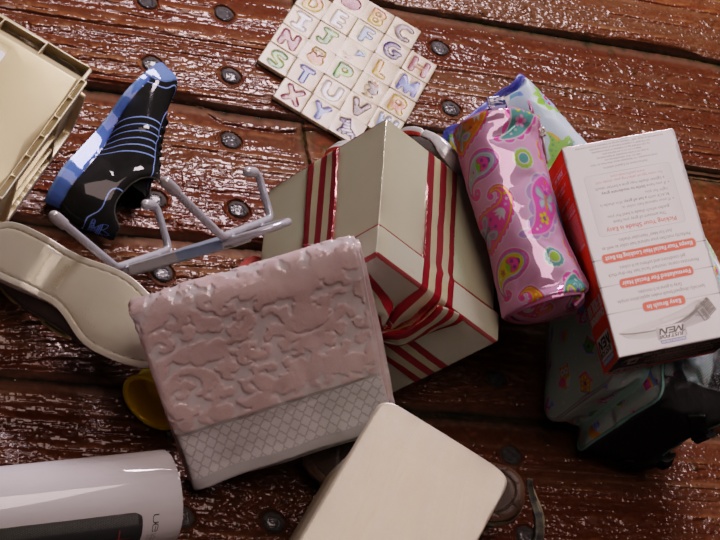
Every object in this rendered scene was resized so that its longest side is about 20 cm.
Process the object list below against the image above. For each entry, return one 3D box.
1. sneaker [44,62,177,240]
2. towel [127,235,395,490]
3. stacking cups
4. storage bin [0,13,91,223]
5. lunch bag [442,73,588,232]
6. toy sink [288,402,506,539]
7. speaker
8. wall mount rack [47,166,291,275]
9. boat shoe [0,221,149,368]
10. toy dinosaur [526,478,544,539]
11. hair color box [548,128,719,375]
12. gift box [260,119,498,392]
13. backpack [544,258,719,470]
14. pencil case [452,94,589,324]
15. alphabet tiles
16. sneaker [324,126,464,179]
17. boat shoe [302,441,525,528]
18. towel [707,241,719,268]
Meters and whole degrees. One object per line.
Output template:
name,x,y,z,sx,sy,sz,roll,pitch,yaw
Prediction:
sneaker,-0.216,-0.111,1.752,0.078,0.070,0.200,35,56,-3
towel,-0.077,0.080,1.573,0.199,0.192,0.032,-16,27,-4
stacking cups,-0.137,0.062,1.678,0.060,0.061,0.200,37,45,3
storage bin,-0.376,-0.148,1.682,0.199,0.094,0.199,30,49,-3
lunch bag,0.164,-0.066,1.823,0.127,0.200,0.170,-36,74,-11
toy sink,0.013,0.233,1.557,0.130,0.112,0.200,31,70,-2
speaker,-0.247,0.193,1.510,0.199,0.081,0.081,-3,59,-28
wall mount rack,-0.169,-0.042,1.624,0.174,0.199,0.075,-21,95,-65
boat shoe,-0.244,0.028,1.618,0.199,0.060,0.072,29,72,13
toy dinosaur,0.136,0.283,1.615,0.047,0.088,0.201,14,84,20
hair color box,0.250,-0.017,1.670,0.110,0.064,0.201,-10,73,-10
gift box,0.000,0.000,1.681,0.200,0.184,0.187,30,44,-30
backpack,0.265,0.067,1.779,0.153,0.176,0.201,20,57,-14
pencil case,0.144,-0.052,1.671,0.087,0.087,0.201,-4,70,-28
alphabet tiles,-0.012,-0.219,1.962,0.166,0.006,0.200,31,49,-2
sneaker,0.021,-0.080,1.781,0.077,0.200,0.082,52,59,-22
boat shoe,0.046,0.193,1.663,0.201,0.075,0.075,16,75,9
towel,0.304,-0.033,1.968,0.149,0.031,0.201,-12,63,-33
